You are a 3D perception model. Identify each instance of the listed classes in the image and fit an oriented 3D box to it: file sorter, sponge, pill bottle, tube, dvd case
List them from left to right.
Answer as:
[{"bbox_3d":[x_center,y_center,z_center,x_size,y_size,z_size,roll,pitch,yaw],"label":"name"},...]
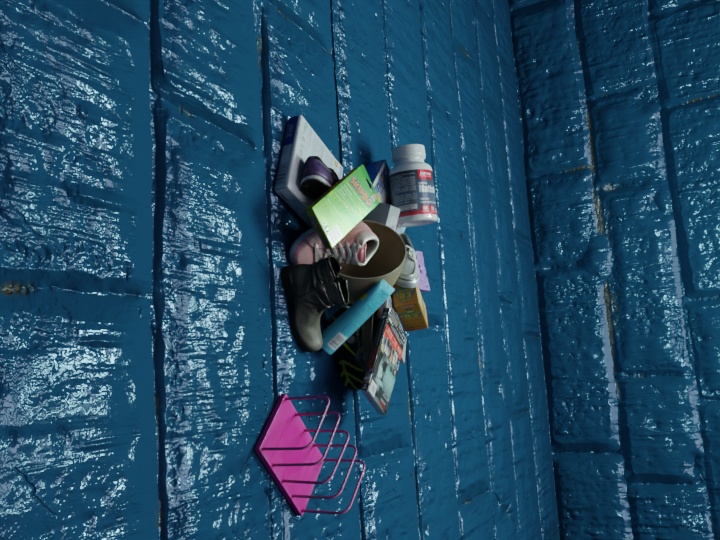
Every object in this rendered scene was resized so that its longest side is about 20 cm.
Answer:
[{"bbox_3d":[-0.089,0.360,1.408,0.202,0.124,0.140,65,31,-30],"label":"file sorter"},{"bbox_3d":[-0.009,0.099,1.570,0.051,0.200,0.077,49,6,24],"label":"tube"},{"bbox_3d":[0.055,0.206,1.627,0.146,0.022,0.202,60,40,-54],"label":"dvd case"},{"bbox_3d":[0.129,-0.002,1.916,0.199,0.029,0.113,10,68,-65],"label":"sponge"},{"bbox_3d":[0.135,-0.223,1.899,0.119,0.118,0.203,2,81,-63],"label":"pill bottle"}]

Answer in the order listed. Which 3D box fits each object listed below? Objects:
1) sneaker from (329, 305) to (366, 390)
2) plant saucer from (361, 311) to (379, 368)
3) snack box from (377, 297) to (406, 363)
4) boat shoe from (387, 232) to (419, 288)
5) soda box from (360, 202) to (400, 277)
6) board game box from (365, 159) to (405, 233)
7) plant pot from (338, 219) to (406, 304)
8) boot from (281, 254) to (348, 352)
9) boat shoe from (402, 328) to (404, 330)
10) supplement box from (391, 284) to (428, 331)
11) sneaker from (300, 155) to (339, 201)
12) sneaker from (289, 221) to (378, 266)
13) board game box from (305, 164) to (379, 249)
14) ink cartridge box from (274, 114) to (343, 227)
[{"bbox_3d":[-0.025,0.172,1.662,0.077,0.074,0.203,-58,144,-65],"label":"sneaker"},{"bbox_3d":[0.037,0.167,1.696,0.200,0.034,0.204,-3,90,-76],"label":"plant saucer"},{"bbox_3d":[0.078,0.141,1.739,0.201,0.024,0.073,67,24,-48],"label":"snack box"},{"bbox_3d":[0.099,-0.029,1.727,0.201,0.072,0.068,-107,-159,-62],"label":"boat shoe"},{"bbox_3d":[0.034,-0.065,1.762,0.063,0.068,0.203,11,93,-63],"label":"soda box"},{"bbox_3d":[0.050,-0.155,1.904,0.197,0.055,0.201,66,31,-30],"label":"board game box"},{"bbox_3d":[0.000,0.000,1.647,0.201,0.197,0.136,-66,165,-46],"label":"plant pot"},{"bbox_3d":[-0.082,0.073,1.493,0.068,0.129,0.203,-38,117,-59],"label":"boot"},{"bbox_3d":[0.058,0.207,1.816,0.202,0.060,0.073,-59,136,-52],"label":"boat shoe"},{"bbox_3d":[0.124,0.089,1.793,0.200,0.066,0.070,62,20,-63],"label":"supplement box"},{"bbox_3d":[-0.057,-0.178,1.585,0.200,0.075,0.089,45,37,-49],"label":"sneaker"},{"bbox_3d":[-0.048,-0.048,1.539,0.198,0.104,0.076,-21,132,-30],"label":"sneaker"},{"bbox_3d":[-0.033,-0.138,1.522,0.200,0.030,0.096,-44,117,-39],"label":"board game box"},{"bbox_3d":[-0.111,-0.206,1.608,0.200,0.043,0.199,48,40,-49],"label":"ink cartridge box"}]
